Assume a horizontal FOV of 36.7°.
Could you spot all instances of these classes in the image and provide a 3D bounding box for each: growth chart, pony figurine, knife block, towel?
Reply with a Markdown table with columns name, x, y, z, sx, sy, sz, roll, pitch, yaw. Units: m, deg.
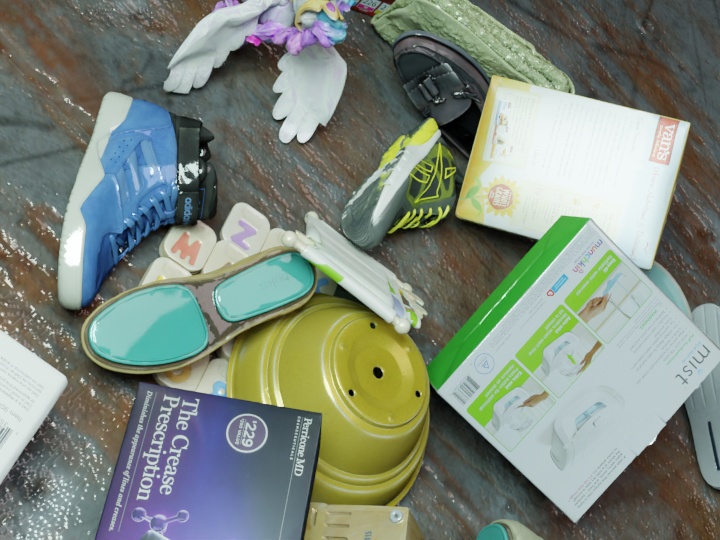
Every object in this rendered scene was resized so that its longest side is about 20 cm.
| name | x | y | z | sx | sy | sz | roll | pitch | yaw |
| --- | --- | --- | --- | --- | --- | --- | --- | --- | --- |
| growth chart | 0.000 | 0.000 | 0.931 | 0.144 | 0.018 | 0.200 | 39 | 8 | -5 |
| pony figurine | -0.076 | -0.235 | 0.978 | 0.164 | 0.193 | 0.202 | 13 | 46 | -31 |
| knife block | 0.008 | 0.249 | 0.859 | 0.177 | 0.196 | 0.065 | 68 | 25 | -51 |
| towel | 0.113 | -0.221 | 1.127 | 0.198 | 0.148 | 0.037 | 32 | 77 | -17 |

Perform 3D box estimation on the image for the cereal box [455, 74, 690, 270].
| name | x | y | z | sx | sy | sz | roll | pitch | yaw |
| --- | --- | --- | --- | --- | --- | --- | --- | --- | --- |
| cereal box | 0.205 | -0.095 | 1.057 | 0.197 | 0.039 | 0.146 | 17 | 91 | 13 |

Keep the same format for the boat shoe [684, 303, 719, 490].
| name | x | y | z | sx | sy | sz | roll | pitch | yaw |
| --- | --- | --- | --- | --- | --- | --- | --- | --- | --- |
| boat shoe | 0.393 | 0.139 | 1.180 | 0.070 | 0.072 | 0.204 | 14 | 68 | -38 |

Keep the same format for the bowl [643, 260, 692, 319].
| name | x | y | z | sx | sy | sz | roll | pitch | yaw |
| --- | --- | --- | --- | --- | --- | --- | --- | --- | --- |
| bowl | 0.259 | 0.057 | 1.098 | 0.198 | 0.105 | 0.204 | 15 | 59 | -27 |

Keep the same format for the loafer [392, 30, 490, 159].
| name | x | y | z | sx | sy | sz | roll | pitch | yaw |
| --- | --- | --- | --- | --- | --- | --- | --- | --- | --- |
| loafer | 0.104 | -0.163 | 1.107 | 0.199 | 0.071 | 0.064 | 38 | 48 | -36 |

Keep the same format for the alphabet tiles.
| name | x | y | z | sx | sy | sz | roll | pitch | yaw |
| --- | --- | --- | --- | --- | --- | --- | --- | --- | --- |
| alphabet tiles | -0.090 | 0.040 | 0.923 | 0.199 | 0.015 | 0.197 | 35 | 51 | -15 |

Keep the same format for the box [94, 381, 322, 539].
| name | x | y | z | sx | sy | sz | roll | pitch | yaw |
| --- | --- | --- | --- | --- | --- | --- | --- | --- | --- |
| box | -0.109 | 0.193 | 0.753 | 0.139 | 0.079 | 0.203 | 10 | 57 | -1 |

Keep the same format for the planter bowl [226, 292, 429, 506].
| name | x | y | z | sx | sy | sz | roll | pitch | yaw |
| --- | --- | --- | --- | --- | --- | --- | --- | --- | --- |
| planter bowl | -0.004 | 0.096 | 0.889 | 0.198 | 0.083 | 0.203 | 17 | 57 | -27 |

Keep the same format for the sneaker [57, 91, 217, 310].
| name | x | y | z | sx | sy | sz | roll | pitch | yaw |
| --- | --- | --- | --- | --- | --- | --- | --- | --- | --- |
| sneaker | -0.170 | -0.051 | 0.866 | 0.109 | 0.077 | 0.202 | 13 | 51 | -8 |

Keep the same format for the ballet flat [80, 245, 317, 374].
| name | x | y | z | sx | sy | sz | roll | pitch | yaw |
| --- | --- | --- | --- | --- | --- | --- | --- | --- | --- |
| ballet flat | -0.126 | 0.035 | 0.853 | 0.197 | 0.063 | 0.070 | -17 | 88 | -27 |

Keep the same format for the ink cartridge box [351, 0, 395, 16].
| name | x | y | z | sx | sy | sz | roll | pitch | yaw |
| --- | --- | --- | --- | --- | --- | --- | --- | --- | --- |
| ink cartridge box | -0.006 | -0.358 | 1.088 | 0.197 | 0.175 | 0.085 | 12 | 59 | -28 |

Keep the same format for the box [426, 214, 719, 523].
| name | x | y | z | sx | sy | sz | roll | pitch | yaw |
| --- | --- | --- | --- | --- | --- | --- | --- | --- | --- |
| box | 0.187 | 0.084 | 0.970 | 0.176 | 0.097 | 0.201 | 41 | 90 | -8 |

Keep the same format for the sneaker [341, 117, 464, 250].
| name | x | y | z | sx | sy | sz | roll | pitch | yaw |
| --- | --- | --- | --- | --- | --- | --- | --- | --- | --- |
| sneaker | 0.051 | -0.073 | 1.035 | 0.085 | 0.074 | 0.201 | 47 | 41 | -11 |

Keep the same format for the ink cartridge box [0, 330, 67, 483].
| name | x | y | z | sx | sy | sz | roll | pitch | yaw |
| --- | --- | --- | --- | --- | --- | --- | --- | --- | --- |
| ink cartridge box | -0.304 | 0.117 | 0.687 | 0.145 | 0.084 | 0.201 | 38 | 50 | -12 |

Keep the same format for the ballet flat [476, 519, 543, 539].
| name | x | y | z | sx | sy | sz | roll | pitch | yaw |
| --- | --- | --- | --- | --- | --- | --- | --- | --- | --- |
| ballet flat | 0.131 | 0.309 | 0.904 | 0.069 | 0.069 | 0.203 | 22 | 55 | -23 |
